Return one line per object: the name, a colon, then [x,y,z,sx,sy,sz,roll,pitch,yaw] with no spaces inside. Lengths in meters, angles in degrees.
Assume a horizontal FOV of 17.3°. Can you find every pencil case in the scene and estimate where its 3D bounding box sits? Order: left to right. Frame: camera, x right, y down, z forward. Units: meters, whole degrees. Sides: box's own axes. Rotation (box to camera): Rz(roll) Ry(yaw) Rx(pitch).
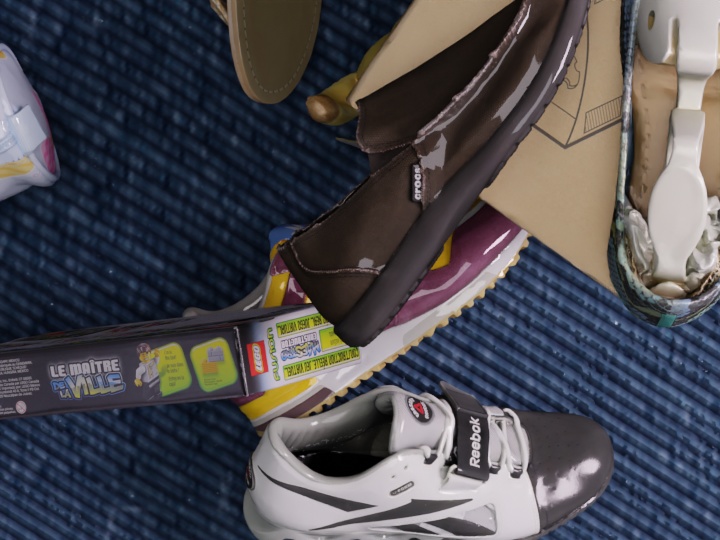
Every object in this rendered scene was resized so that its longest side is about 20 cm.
pencil case: [-0.260,-0.050,1.248,0.200,0.091,0.083,-22,94,4]

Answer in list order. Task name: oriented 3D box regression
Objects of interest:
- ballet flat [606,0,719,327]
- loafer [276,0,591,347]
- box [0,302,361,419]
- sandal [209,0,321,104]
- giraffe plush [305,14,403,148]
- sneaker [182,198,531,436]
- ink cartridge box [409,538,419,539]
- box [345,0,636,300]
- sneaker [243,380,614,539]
ballet flat: [0.147,-0.073,1.041,0.074,0.074,0.200,1,95,2]
loafer: [0.031,-0.061,1.050,0.071,0.073,0.200,35,97,0]
box: [-0.113,0.047,1.201,0.200,0.110,0.035,-7,93,31]
sandal: [-0.068,-0.192,1.247,0.070,0.078,0.212,0,89,34]
giraffe plush: [0.073,-0.143,1.209,0.200,0.173,0.162,5,85,36]
sneaker: [0.000,0.000,1.249,0.200,0.075,0.090,-38,99,5]
ink cartridge box: [0.015,0.255,1.239,0.084,0.145,0.200,-12,96,4]
box: [0.113,-0.113,1.086,0.163,0.021,0.200,35,97,2]
sneaker: [0.040,0.098,1.233,0.200,0.089,0.074,-8,54,-10]
